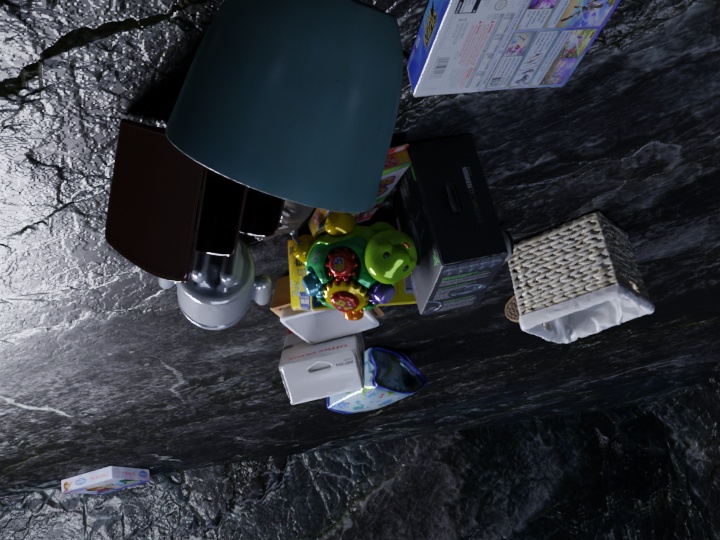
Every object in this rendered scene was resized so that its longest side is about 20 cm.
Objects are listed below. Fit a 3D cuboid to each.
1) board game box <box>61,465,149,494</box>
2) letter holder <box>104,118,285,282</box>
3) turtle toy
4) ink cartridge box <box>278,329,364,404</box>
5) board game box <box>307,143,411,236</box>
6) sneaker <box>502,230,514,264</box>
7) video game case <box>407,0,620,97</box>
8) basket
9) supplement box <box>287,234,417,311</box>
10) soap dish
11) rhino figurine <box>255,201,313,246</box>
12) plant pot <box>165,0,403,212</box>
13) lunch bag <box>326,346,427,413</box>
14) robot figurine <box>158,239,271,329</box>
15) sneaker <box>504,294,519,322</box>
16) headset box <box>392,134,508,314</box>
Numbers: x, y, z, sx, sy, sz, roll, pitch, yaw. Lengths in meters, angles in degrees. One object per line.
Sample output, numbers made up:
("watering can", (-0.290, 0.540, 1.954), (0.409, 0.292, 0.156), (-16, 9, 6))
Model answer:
("board game box", (-0.817, 0.676, 2.718), (0.198, 0.042, 0.199), (-19, 158, 18))
("letter holder", (-0.176, -0.067, 0.877), (0.100, 0.144, 0.199), (6, -171, -40))
("turtle toy", (0.000, -0.004, 1.125), (0.145, 0.102, 0.199), (32, 137, -24))
("ink cartridge box", (-0.068, 0.163, 1.602), (0.145, 0.084, 0.200), (-13, -164, 5))
("board game box", (-0.002, -0.105, 1.130), (0.094, 0.030, 0.200), (-18, 164, -23))
("sneaker", (0.154, -0.025, 1.422), (0.199, 0.078, 0.088), (-30, 140, 28))
("video game case", (0.155, -0.253, 0.844), (0.178, 0.046, 0.200), (-6, 159, -13))
("basket", (0.389, 0.020, 1.514), (0.198, 0.163, 0.197), (-24, 156, 28))
("supplement box", (0.000, 0.000, 1.284), (0.197, 0.111, 0.109), (-3, 179, -22))
("soap dish", (-0.055, 0.056, 1.478), (0.155, 0.082, 0.200), (-16, 159, 9))
("rhino figurine", (-0.097, -0.091, 1.062), (0.086, 0.060, 0.201), (-5, 144, -16))
("plant pot", (-0.053, -0.167, 0.739), (0.199, 0.200, 0.163), (6, 112, -39))
("lunch bag", (0.038, 0.270, 2.021), (0.169, 0.129, 0.199), (-27, 145, 35))
("robot figurine", (-0.214, 0.018, 1.243), (0.167, 0.114, 0.200), (12, 156, -5))
("sneaker", (0.405, 0.062, 1.762), (0.199, 0.068, 0.089), (-32, 147, 35))
("headset box", (0.116, -0.059, 1.138), (0.091, 0.176, 0.200), (-11, 161, -9))
